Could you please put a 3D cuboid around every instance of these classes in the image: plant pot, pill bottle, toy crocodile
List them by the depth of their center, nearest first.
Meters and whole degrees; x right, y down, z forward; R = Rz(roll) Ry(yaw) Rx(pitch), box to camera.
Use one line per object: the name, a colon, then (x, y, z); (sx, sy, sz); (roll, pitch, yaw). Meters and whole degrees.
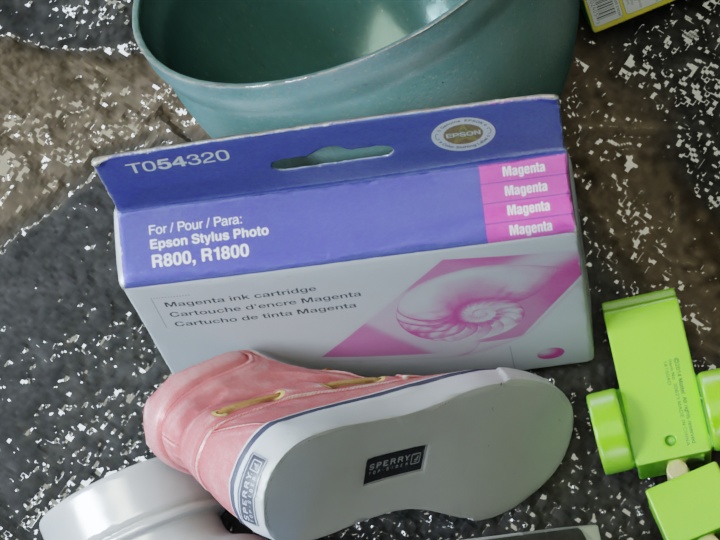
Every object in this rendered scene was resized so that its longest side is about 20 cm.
pill bottle: (-0.068, 0.187, 0.974); (0.111, 0.111, 0.200); (-27, 76, 1)
plant pot: (0.014, -0.100, 0.991); (0.200, 0.134, 0.200); (-16, 39, 14)
toy crocodile: (0.151, 0.105, 0.995); (0.067, 0.062, 0.200); (-17, 72, 4)

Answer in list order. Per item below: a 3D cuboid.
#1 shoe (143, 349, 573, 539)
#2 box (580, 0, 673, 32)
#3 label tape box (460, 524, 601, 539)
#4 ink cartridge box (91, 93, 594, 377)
shoe: (0.001, 0.068, 0.979); (0.091, 0.200, 0.072); (28, 114, 42)
box: (0.181, -0.203, 1.019); (0.200, 0.117, 0.048); (-20, 39, 4)
label tape box: (0.033, 0.190, 0.921); (0.066, 0.200, 0.143); (-23, 73, 42)
ink cartridge box: (0.000, 0.000, 0.958); (0.196, 0.200, 0.043); (-8, 65, 7)
